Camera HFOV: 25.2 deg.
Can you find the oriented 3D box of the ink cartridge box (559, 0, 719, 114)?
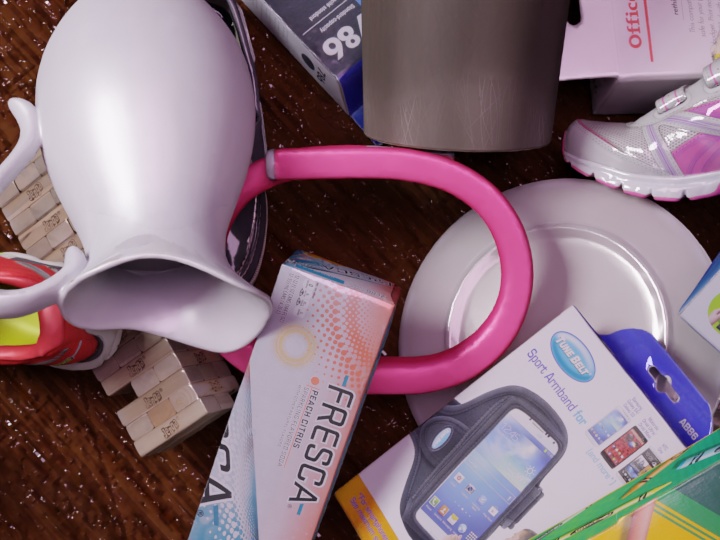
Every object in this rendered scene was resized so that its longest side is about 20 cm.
[{"bbox_3d":[0.205,-0.165,1.019,0.199,0.068,0.117,-2,76,-6],"label":"ink cartridge box"}]

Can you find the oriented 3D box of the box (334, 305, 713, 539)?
[{"bbox_3d":[0.094,0.112,0.891,0.200,0.041,0.119,-40,54,6],"label":"box"}]

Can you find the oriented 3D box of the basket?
[{"bbox_3d":[0.061,-0.176,0.935,0.136,0.180,0.201,0,104,-11],"label":"basket"}]

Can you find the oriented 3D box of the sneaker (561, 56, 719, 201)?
[{"bbox_3d":[0.219,-0.090,0.957,0.199,0.081,0.089,0,100,17],"label":"sneaker"}]

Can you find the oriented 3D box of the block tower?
[{"bbox_3d":[-0.146,0.008,0.947,0.058,0.054,0.200,-34,79,20],"label":"block tower"}]

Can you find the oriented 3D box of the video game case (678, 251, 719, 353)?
[{"bbox_3d":[0.281,0.042,0.914,0.181,0.200,0.045,43,117,6],"label":"video game case"}]

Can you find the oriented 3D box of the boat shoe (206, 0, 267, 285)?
[{"bbox_3d":[-0.093,-0.081,0.978,0.072,0.063,0.201,-2,77,-7],"label":"boat shoe"}]

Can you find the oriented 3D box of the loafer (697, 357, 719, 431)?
[{"bbox_3d":[0.231,0.084,0.961,0.200,0.075,0.070,39,87,16],"label":"loafer"}]

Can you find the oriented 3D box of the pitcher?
[{"bbox_3d":[-0.139,-0.060,0.873,0.171,0.121,0.201,3,58,-18],"label":"pitcher"}]

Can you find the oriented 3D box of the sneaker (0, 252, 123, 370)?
[{"bbox_3d":[-0.233,0.015,0.909,0.199,0.085,0.077,3,92,22],"label":"sneaker"}]

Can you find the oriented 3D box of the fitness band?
[{"bbox_3d":[0.000,0.000,0.931,0.199,0.037,0.144,1,95,6],"label":"fitness band"}]

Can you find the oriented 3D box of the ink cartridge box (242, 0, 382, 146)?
[{"bbox_3d":[-0.018,-0.184,1.024,0.099,0.039,0.200,-41,83,-13],"label":"ink cartridge box"}]

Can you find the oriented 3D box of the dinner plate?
[{"bbox_3d":[0.117,0.040,0.950,0.200,0.024,0.201,-4,77,15],"label":"dinner plate"}]

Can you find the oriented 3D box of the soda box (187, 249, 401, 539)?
[{"bbox_3d":[-0.041,0.093,0.900,0.068,0.064,0.201,19,98,2],"label":"soda box"}]

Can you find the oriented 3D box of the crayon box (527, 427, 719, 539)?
[{"bbox_3d":[0.136,0.179,0.807,0.200,0.058,0.119,-33,93,11],"label":"crayon box"}]
